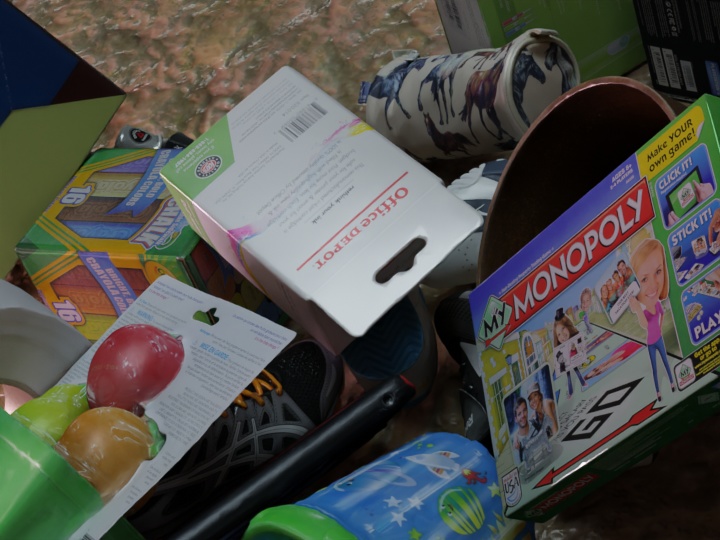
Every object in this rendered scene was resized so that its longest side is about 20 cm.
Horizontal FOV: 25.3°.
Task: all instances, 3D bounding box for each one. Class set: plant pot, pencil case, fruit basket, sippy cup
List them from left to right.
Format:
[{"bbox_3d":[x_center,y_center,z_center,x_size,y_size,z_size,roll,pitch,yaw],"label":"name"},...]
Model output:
[{"bbox_3d":[-0.143,0.093,0.941,0.200,0.094,0.185,-42,28,-18],"label":"fruit basket"},{"bbox_3d":[0.024,0.160,0.882,0.130,0.140,0.177,-34,60,-32],"label":"sippy cup"},{"bbox_3d":[0.081,-0.130,1.193,0.077,0.090,0.199,-18,9,-32],"label":"pencil case"},{"bbox_3d":[0.199,0.006,0.911,0.198,0.188,0.187,12,24,-29],"label":"plant pot"}]

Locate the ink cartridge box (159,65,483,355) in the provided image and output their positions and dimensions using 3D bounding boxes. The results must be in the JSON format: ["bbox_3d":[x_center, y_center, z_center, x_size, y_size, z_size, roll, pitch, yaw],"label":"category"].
[{"bbox_3d":[-0.019,-0.030,1.011,0.117,0.068,0.200,-41,54,-13],"label":"ink cartridge box"}]

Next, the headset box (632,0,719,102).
[{"bbox_3d":[0.295,-0.253,1.214,0.092,0.175,0.200,18,50,42],"label":"headset box"}]

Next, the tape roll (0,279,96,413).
[{"bbox_3d":[-0.257,0.107,1.023,0.202,0.204,0.071,-39,40,-22],"label":"tape roll"}]

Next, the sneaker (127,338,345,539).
[{"bbox_3d":[-0.090,0.104,1.046,0.200,0.078,0.078,-39,38,-24],"label":"sneaker"}]

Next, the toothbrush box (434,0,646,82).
[{"bbox_3d":[0.165,-0.224,1.268,0.199,0.146,0.086,-32,37,-12],"label":"toothbrush box"}]

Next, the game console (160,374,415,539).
[{"bbox_3d":[-0.061,0.136,0.941,0.199,0.031,0.177,-36,-2,-17],"label":"game console"}]

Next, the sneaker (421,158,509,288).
[{"bbox_3d":[0.135,-0.023,1.084,0.197,0.080,0.130,-16,27,-8],"label":"sneaker"}]

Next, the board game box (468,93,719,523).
[{"bbox_3d":[0.129,0.025,0.796,0.200,0.029,0.136,-44,44,45],"label":"board game box"}]

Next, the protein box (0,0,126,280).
[{"bbox_3d":[-0.316,-0.084,1.249,0.200,0.135,0.200,-60,21,-19],"label":"protein box"}]

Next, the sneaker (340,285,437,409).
[{"bbox_3d":[0.000,0.000,1.079,0.076,0.081,0.202,-17,59,5],"label":"sneaker"}]

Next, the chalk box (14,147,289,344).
[{"bbox_3d":[-0.121,-0.005,1.158,0.198,0.125,0.124,3,42,32],"label":"chalk box"}]

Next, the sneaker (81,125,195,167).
[{"bbox_3d":[-0.159,-0.076,1.300,0.198,0.089,0.074,-6,38,19],"label":"sneaker"}]

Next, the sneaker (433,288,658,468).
[{"bbox_3d":[0.089,0.077,0.994,0.090,0.067,0.200,-31,39,-17],"label":"sneaker"}]
